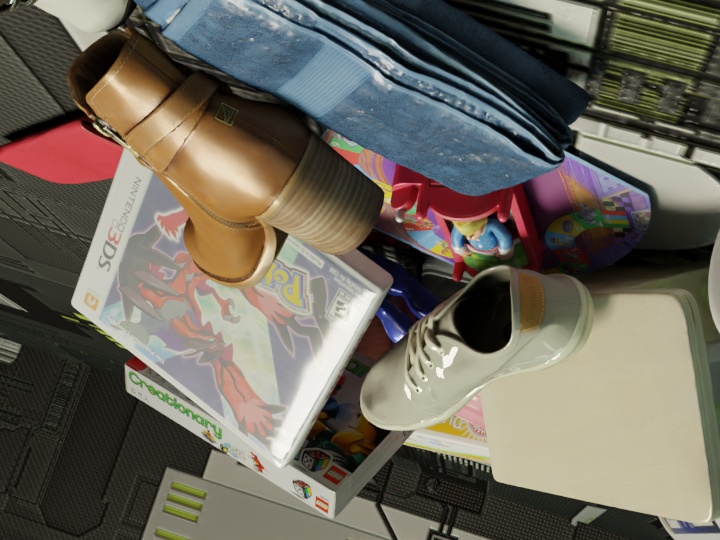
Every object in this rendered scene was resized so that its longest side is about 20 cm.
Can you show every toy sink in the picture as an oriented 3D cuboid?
[{"bbox_3d":[0.174,0.066,0.750,0.112,0.131,0.200,-12,-176,-30],"label":"toy sink"}]

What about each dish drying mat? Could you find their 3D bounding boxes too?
[{"bbox_3d":[-0.225,-0.093,0.958,0.077,0.018,0.200,25,164,-31],"label":"dish drying mat"}]

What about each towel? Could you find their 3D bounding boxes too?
[{"bbox_3d":[-0.003,-0.095,0.553,0.199,0.049,0.112,25,162,-20],"label":"towel"}]

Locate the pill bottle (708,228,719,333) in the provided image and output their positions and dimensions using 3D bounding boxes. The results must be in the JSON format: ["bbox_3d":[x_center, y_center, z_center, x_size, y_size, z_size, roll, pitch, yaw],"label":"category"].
[{"bbox_3d":[0.267,0.019,0.542,0.199,0.111,0.111,21,167,-16],"label":"pill bottle"}]

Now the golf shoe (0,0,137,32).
[{"bbox_3d":[-0.168,-0.140,0.524,0.077,0.095,0.200,11,167,23],"label":"golf shoe"}]

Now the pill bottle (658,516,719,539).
[{"bbox_3d":[0.293,0.156,0.880,0.110,0.112,0.200,18,167,1],"label":"pill bottle"}]

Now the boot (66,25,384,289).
[{"bbox_3d":[-0.095,-0.057,0.649,0.155,0.077,0.200,32,167,-23],"label":"boot"}]

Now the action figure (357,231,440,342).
[{"bbox_3d":[0.000,0.000,0.868,0.199,0.065,0.052,31,145,24],"label":"action figure"}]

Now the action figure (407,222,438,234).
[{"bbox_3d":[-0.037,-0.055,0.800,0.199,0.052,0.065,11,160,19],"label":"action figure"}]

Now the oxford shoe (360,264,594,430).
[{"bbox_3d":[0.055,0.046,0.740,0.058,0.076,0.200,16,151,-31],"label":"oxford shoe"}]

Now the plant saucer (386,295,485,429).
[{"bbox_3d":[0.106,0.083,0.980,0.200,0.051,0.201,22,-168,-5],"label":"plant saucer"}]

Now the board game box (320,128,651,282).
[{"bbox_3d":[0.064,-0.026,0.702,0.199,0.039,0.158,24,151,-19],"label":"board game box"}]

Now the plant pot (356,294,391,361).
[{"bbox_3d":[-0.029,0.057,1.056,0.200,0.093,0.201,8,-162,-3],"label":"plant pot"}]

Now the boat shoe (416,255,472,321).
[{"bbox_3d":[0.136,0.046,0.924,0.199,0.067,0.070,20,167,-4],"label":"boat shoe"}]

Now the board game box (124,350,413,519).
[{"bbox_3d":[-0.064,0.093,0.923,0.199,0.126,0.035,27,134,22],"label":"board game box"}]

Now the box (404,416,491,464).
[{"bbox_3d":[0.101,0.124,1.191,0.199,0.113,0.101,6,163,39],"label":"box"}]

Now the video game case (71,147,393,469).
[{"bbox_3d":[-0.095,0.015,0.810,0.200,0.023,0.183,36,127,10],"label":"video game case"}]
